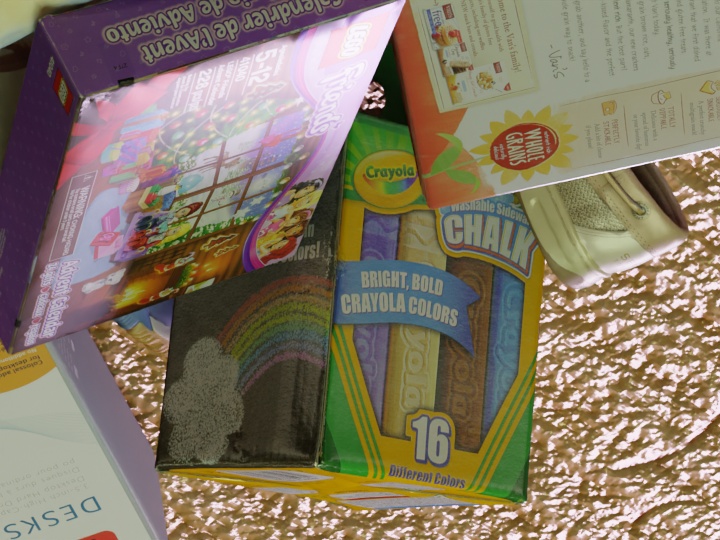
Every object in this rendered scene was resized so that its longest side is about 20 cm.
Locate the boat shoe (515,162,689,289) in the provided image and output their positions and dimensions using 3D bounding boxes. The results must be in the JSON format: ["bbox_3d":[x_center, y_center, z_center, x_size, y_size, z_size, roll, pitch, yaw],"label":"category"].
[{"bbox_3d":[0.081,-0.094,1.253,0.064,0.071,0.200,-22,97,23],"label":"boat shoe"}]

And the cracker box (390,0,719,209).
[{"bbox_3d":[0.111,-0.106,1.153,0.200,0.058,0.134,-11,139,1],"label":"cracker box"}]

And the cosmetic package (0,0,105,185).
[{"bbox_3d":[-0.135,-0.063,1.204,0.200,0.087,0.103,-10,162,-42],"label":"cosmetic package"}]

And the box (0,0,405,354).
[{"bbox_3d":[-0.071,-0.048,1.128,0.137,0.039,0.200,-20,158,-24],"label":"box"}]

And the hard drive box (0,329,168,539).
[{"bbox_3d":[-0.198,0.079,1.398,0.156,0.077,0.200,-19,136,4],"label":"hard drive box"}]

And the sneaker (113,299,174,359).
[{"bbox_3d":[-0.063,0.004,1.379,0.200,0.075,0.088,32,102,-40],"label":"sneaker"}]

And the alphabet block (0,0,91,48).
[{"bbox_3d":[-0.141,-0.226,1.031,0.195,0.197,0.200,-28,134,9],"label":"alphabet block"}]

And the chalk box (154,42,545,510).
[{"bbox_3d":[0.000,0.000,1.298,0.124,0.200,0.124,15,167,-37],"label":"chalk box"}]
